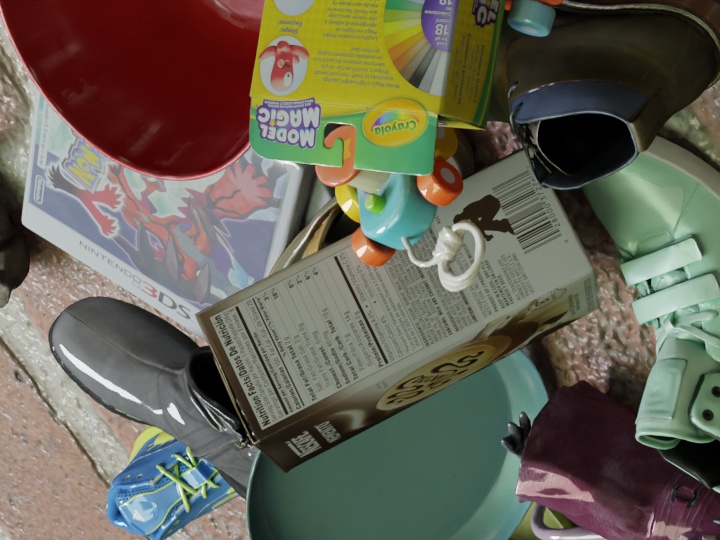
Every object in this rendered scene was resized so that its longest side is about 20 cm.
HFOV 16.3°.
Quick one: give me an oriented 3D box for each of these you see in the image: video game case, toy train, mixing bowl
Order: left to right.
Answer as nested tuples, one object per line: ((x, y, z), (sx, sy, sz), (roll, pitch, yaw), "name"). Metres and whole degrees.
((-0.120, -0.048, 1.500), (0.182, 0.023, 0.201), (31, 142, 12), "video game case")
((-0.092, -0.162, 1.349), (0.199, 0.108, 0.201), (21, 128, 29), "mixing bowl")
((0.039, -0.096, 1.241), (0.055, 0.201, 0.150), (21, 175, -30), "toy train")

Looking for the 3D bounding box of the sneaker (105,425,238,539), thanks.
((-0.096, 0.134, 1.648), (0.076, 0.105, 0.200), (50, 141, -13), "sneaker")

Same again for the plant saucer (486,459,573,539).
((0.067, 0.172, 1.612), (0.199, 0.031, 0.201), (21, 137, 21), "plant saucer")

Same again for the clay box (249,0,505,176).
((0.014, -0.146, 1.208), (0.114, 0.047, 0.201), (8, 89, 34), "clay box")

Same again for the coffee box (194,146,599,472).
((0.022, 0.023, 1.345), (0.080, 0.199, 0.113), (63, -179, 13), "coffee box")

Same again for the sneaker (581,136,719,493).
((0.167, 0.024, 1.321), (0.201, 0.118, 0.074), (50, 142, -10), "sneaker")

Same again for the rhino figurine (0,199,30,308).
((-0.276, -0.054, 1.637), (0.059, 0.088, 0.201), (-20, 115, 15), "rhino figurine")

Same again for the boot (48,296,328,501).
((-0.102, 0.066, 1.530), (0.199, 0.070, 0.132), (32, 164, 4), "boot")

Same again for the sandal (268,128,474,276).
((0.000, 0.000, 1.433), (0.080, 0.054, 0.200), (25, 121, -14), "sandal")

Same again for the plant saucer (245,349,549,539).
((0.020, 0.113, 1.472), (0.027, 0.199, 0.201), (44, 156, 52), "plant saucer")

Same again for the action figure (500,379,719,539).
((0.176, 0.143, 1.415), (0.199, 0.134, 0.149), (26, 140, 21), "action figure")

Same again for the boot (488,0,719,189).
((0.085, -0.089, 1.260), (0.199, 0.097, 0.075), (-8, 122, 40), "boot")

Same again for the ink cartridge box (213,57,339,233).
((-0.052, -0.048, 1.492), (0.119, 0.042, 0.201), (1, 130, 39), "ink cartridge box")
